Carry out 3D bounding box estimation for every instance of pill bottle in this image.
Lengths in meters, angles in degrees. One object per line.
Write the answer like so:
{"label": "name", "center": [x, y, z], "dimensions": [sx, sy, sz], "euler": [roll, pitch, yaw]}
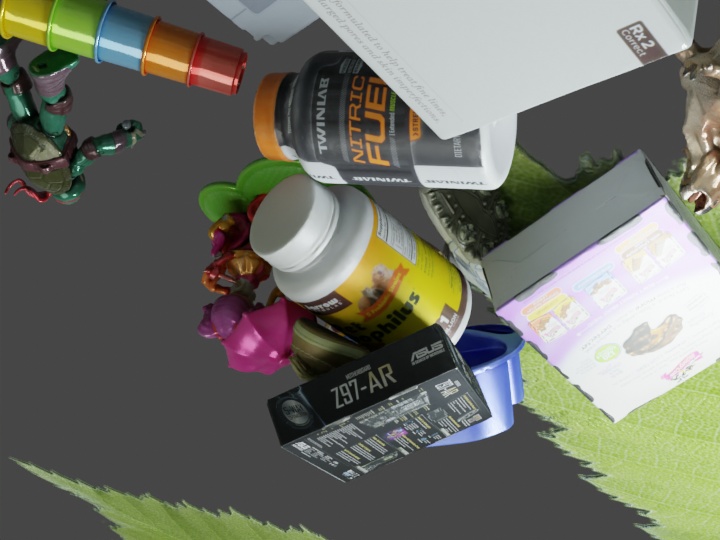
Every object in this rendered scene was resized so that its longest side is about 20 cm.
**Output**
{"label": "pill bottle", "center": [0.000, 0.000, 0.982], "dimensions": [0.109, 0.110, 0.200], "euler": [-15, 142, 41]}
{"label": "pill bottle", "center": [0.017, -0.120, 0.891], "dimensions": [0.198, 0.107, 0.107], "euler": [4, 146, 21]}

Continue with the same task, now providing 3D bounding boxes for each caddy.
{"label": "caddy", "center": [0.077, 0.108, 1.169], "dimensions": [0.198, 0.141, 0.106], "euler": [-10, 105, 20]}

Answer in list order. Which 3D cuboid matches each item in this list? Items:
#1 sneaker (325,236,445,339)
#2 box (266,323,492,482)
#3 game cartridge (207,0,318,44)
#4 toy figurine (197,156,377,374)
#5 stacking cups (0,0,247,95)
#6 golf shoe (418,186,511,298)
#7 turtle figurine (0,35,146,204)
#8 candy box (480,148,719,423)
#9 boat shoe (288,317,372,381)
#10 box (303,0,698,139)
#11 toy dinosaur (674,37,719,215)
{"label": "sneaker", "center": [0.021, 0.037, 1.137], "dimensions": [0.075, 0.090, 0.200], "euler": [32, 148, -5]}
{"label": "box", "center": [0.024, 0.123, 0.995], "dimensions": [0.159, 0.044, 0.200], "euler": [-25, 157, 7]}
{"label": "game cartridge", "center": [-0.096, -0.253, 0.809], "dimensions": [0.200, 0.041, 0.133], "euler": [37, 147, -28]}
{"label": "toy figurine", "center": [-0.096, 0.009, 1.072], "dimensions": [0.198, 0.185, 0.151], "euler": [1, 145, 26]}
{"label": "stacking cups", "center": [-0.194, -0.187, 0.933], "dimensions": [0.198, 0.061, 0.061], "euler": [20, 149, -4]}
{"label": "golf shoe", "center": [0.099, -0.025, 1.032], "dimensions": [0.097, 0.079, 0.200], "euler": [-5, 140, 46]}
{"label": "turtle figurine", "center": [-0.277, -0.128, 1.037], "dimensions": [0.148, 0.101, 0.201], "euler": [10, 144, 12]}
{"label": "candy box", "center": [0.230, 0.021, 0.975], "dimensions": [0.167, 0.072, 0.200], "euler": [-35, 126, 20]}
{"label": "boat shoe", "center": [-0.023, 0.095, 1.023], "dimensions": [0.073, 0.063, 0.201], "euler": [27, 172, 16]}
{"label": "box", "center": [0.078, -0.213, 0.693], "dimensions": [0.199, 0.132, 0.199], "euler": [-16, 135, 42]}
{"label": "toy dinosaur", "center": [0.272, -0.140, 0.765], "dimensions": [0.135, 0.086, 0.200], "euler": [25, 133, -31]}
